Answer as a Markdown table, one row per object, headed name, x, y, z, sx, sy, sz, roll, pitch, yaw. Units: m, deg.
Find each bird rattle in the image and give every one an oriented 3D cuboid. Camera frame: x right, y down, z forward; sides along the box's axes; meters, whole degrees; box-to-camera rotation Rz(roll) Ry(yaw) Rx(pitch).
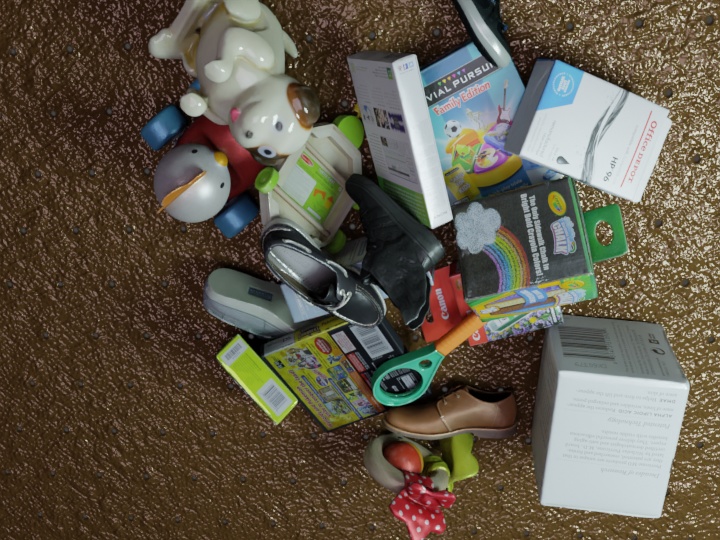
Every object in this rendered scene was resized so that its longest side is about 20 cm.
| name | x | y | z | sx | sy | sz | roll | pitch | yaw |
| --- | --- | --- | --- | --- | --- | --- | --- | --- | --- |
| bird rattle | 0.075 | 0.296 | 1.225 | 0.161 | 0.199 | 0.115 | 26 | 116 | 23 |

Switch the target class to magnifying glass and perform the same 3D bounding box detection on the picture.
| name | x | y | z | sx | sy | sz | roll | pitch | yaw |
| --- | --- | --- | --- | --- | --- | --- | --- | --- | --- |
| magnifying glass | 0.094 | 0.121 | 1.179 | 0.079 | 0.023 | 0.200 | 32 | 117 | -31 |

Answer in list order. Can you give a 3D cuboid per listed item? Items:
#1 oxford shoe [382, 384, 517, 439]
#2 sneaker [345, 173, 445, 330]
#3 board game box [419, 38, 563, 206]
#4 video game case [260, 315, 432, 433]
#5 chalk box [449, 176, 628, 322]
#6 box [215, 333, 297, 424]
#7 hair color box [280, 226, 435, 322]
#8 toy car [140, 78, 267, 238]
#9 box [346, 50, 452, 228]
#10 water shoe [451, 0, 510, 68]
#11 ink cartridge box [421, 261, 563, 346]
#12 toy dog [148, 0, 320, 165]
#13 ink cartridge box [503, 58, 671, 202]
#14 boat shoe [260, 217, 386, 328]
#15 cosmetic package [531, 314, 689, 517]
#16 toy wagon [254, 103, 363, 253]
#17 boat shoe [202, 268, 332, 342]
| name | x | y | z | sx | sy | sz | roll | pitch | yaw |
| --- | --- | --- | --- | --- | --- | --- | --- | --- | --- |
| oxford shoe | 0.128 | 0.198 | 1.238 | 0.195 | 0.072 | 0.073 | -3 | 110 | -3 |
| sneaker | 0.026 | -0.027 | 1.058 | 0.104 | 0.060 | 0.199 | -46 | 66 | -5 |
| board game box | 0.149 | -0.180 | 1.087 | 0.149 | 0.047 | 0.202 | -25 | 107 | 17 |
| video game case | -0.017 | 0.142 | 1.218 | 0.178 | 0.026 | 0.201 | -22 | 130 | 15 |
| chalk box | 0.222 | -0.026 | 1.051 | 0.196 | 0.124 | 0.128 | -12 | 72 | 14 |
| box | -0.149 | 0.150 | 1.202 | 0.048 | 0.200 | 0.122 | -43 | 93 | -11 |
| hair color box | 0.000 | 0.000 | 1.154 | 0.196 | 0.099 | 0.062 | -16 | 110 | 14 |
| toy car | -0.189 | -0.128 | 1.074 | 0.176 | 0.201 | 0.185 | -34 | 105 | 20 |
| box | 0.047 | -0.163 | 1.050 | 0.036 | 0.144 | 0.204 | -21 | 112 | -16 |
| water shoe | 0.138 | -0.335 | 0.987 | 0.078 | 0.071 | 0.203 | -27 | 87 | 9 |
| ink cartridge box | 0.167 | 0.039 | 1.172 | 0.196 | 0.051 | 0.111 | -15 | 109 | 13 |
| toy dog | -0.132 | -0.220 | 1.013 | 0.139 | 0.192 | 0.202 | -39 | 69 | 27 |
| ink cartridge box | 0.287 | -0.161 | 1.032 | 0.196 | 0.068 | 0.118 | 19 | 99 | -13 |
| boat shoe | -0.044 | 0.015 | 1.067 | 0.074 | 0.061 | 0.200 | -39 | 115 | 17 |
| cosmetic package | 0.323 | 0.190 | 1.150 | 0.161 | 0.165 | 0.204 | 5 | 114 | 6 |
| toy wagon | -0.048 | -0.124 | 1.105 | 0.155 | 0.039 | 0.202 | 41 | 74 | -41 |
| boat shoe | -0.131 | 0.062 | 1.225 | 0.197 | 0.071 | 0.072 | 23 | 138 | -6 |
